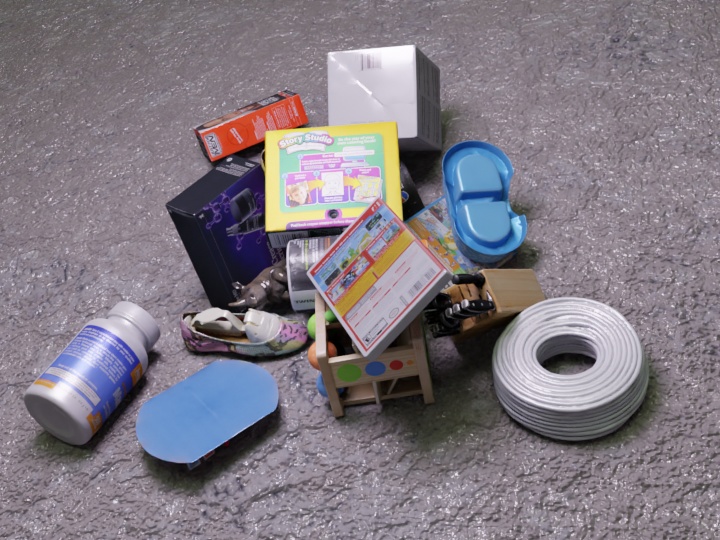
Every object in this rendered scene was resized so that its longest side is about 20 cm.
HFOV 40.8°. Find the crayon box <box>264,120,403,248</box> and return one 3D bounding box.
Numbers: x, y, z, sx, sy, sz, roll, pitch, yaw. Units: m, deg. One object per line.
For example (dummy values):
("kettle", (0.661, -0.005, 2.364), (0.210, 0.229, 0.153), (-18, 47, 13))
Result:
("crayon box", (-0.039, -0.127, 1.425), (0.199, 0.058, 0.173), (-4, 64, 3))

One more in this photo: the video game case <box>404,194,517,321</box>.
("video game case", (0.117, -0.024, 1.457), (0.200, 0.018, 0.143), (-34, 71, -21))

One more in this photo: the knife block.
("knife block", (0.172, 0.036, 1.288), (0.199, 0.176, 0.064), (-18, 76, -12))

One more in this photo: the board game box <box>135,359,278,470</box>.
("board game box", (-0.207, 0.202, 1.330), (0.200, 0.039, 0.158), (-30, 37, -25))

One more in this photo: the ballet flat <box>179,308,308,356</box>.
("ballet flat", (-0.178, 0.086, 1.425), (0.199, 0.071, 0.069), (1, 49, 17))

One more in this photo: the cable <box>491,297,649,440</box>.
("cable", (0.271, 0.123, 1.250), (0.200, 0.069, 0.200), (-34, 44, -21))

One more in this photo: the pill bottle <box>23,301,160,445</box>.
("pill bottle", (-0.377, 0.141, 1.390), (0.112, 0.112, 0.200), (12, 47, 28))

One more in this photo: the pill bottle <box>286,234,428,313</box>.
("pill bottle", (0.000, 0.000, 1.368), (0.199, 0.107, 0.106), (-5, 41, 3))

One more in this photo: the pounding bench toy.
("pounding bench toy", (0.004, 0.076, 1.282), (0.155, 0.201, 0.125), (-9, 41, 5))

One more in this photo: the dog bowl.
("dog bowl", (0.182, -0.101, 1.467), (0.111, 0.050, 0.201), (-4, 64, -10))

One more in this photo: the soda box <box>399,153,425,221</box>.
("soda box", (0.058, -0.116, 1.590), (0.070, 0.064, 0.200), (-16, 40, -3))

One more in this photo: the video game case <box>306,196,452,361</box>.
("video game case", (0.018, 0.006, 1.217), (0.143, 0.017, 0.200), (-47, 39, 7))

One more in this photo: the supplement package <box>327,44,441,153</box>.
("supplement package", (0.045, -0.284, 1.648), (0.151, 0.152, 0.200), (-1, 0, 17))

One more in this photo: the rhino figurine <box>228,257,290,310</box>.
("rhino figurine", (-0.119, 0.019, 1.463), (0.200, 0.060, 0.087), (-26, 26, -38))

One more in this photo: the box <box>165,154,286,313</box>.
("box", (-0.192, -0.052, 1.482), (0.079, 0.201, 0.141), (22, 53, 42))

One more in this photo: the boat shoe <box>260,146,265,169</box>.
("boat shoe", (-0.143, -0.196, 1.737), (0.072, 0.068, 0.200), (-16, 39, 2))

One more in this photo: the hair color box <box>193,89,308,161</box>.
("hair color box", (-0.209, -0.276, 1.833), (0.199, 0.061, 0.101), (-25, 20, -11))
